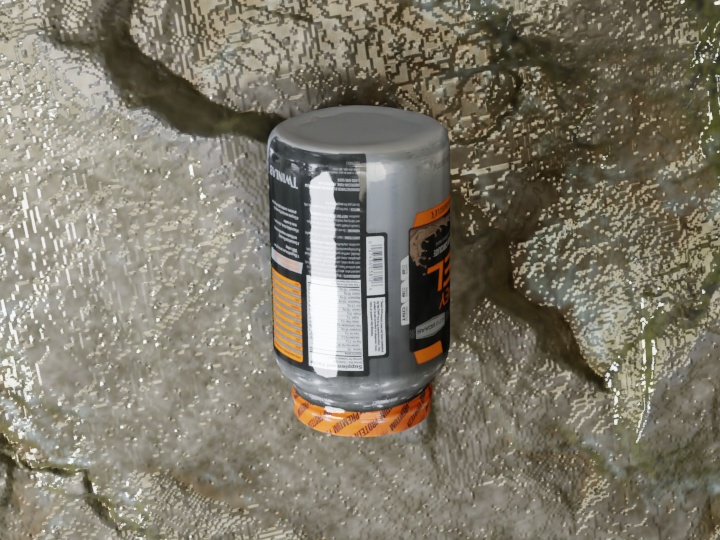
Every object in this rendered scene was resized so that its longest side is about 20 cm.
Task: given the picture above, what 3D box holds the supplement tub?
[{"bbox_3d":[0.000,0.000,1.250,0.121,0.123,0.202,-5,111,-13],"label":"supplement tub"}]
